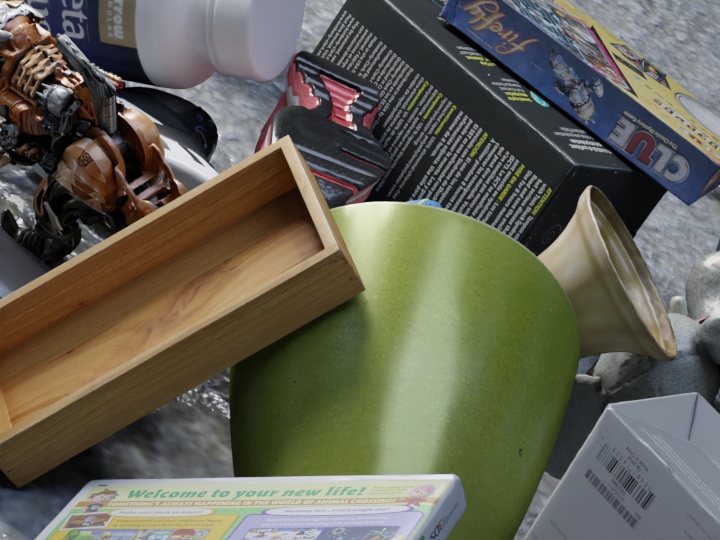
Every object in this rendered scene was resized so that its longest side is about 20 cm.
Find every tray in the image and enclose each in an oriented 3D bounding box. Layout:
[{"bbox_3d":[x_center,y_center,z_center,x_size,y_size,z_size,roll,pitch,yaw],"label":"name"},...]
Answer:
[{"bbox_3d":[-0.103,0.020,1.292,0.037,0.200,0.099,58,5,-41],"label":"tray"}]

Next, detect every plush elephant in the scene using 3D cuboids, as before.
[{"bbox_3d":[0.170,0.057,1.493,0.164,0.155,0.200,-17,54,3],"label":"plush elephant"}]

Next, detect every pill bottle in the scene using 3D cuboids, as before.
[{"bbox_3d":[-0.140,-0.172,1.573,0.199,0.111,0.111,11,22,21],"label":"pill bottle"}]

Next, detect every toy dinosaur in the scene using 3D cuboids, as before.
[{"bbox_3d":[-0.149,-0.053,1.394,0.102,0.136,0.200,-12,64,-27],"label":"toy dinosaur"}]

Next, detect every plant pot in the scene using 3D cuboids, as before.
[{"bbox_3d":[0.012,0.101,1.295,0.187,0.187,0.200,23,42,-12],"label":"plant pot"}]

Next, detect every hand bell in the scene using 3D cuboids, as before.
[{"bbox_3d":[0.061,0.043,1.410,0.104,0.200,0.104,57,16,-26],"label":"hand bell"}]

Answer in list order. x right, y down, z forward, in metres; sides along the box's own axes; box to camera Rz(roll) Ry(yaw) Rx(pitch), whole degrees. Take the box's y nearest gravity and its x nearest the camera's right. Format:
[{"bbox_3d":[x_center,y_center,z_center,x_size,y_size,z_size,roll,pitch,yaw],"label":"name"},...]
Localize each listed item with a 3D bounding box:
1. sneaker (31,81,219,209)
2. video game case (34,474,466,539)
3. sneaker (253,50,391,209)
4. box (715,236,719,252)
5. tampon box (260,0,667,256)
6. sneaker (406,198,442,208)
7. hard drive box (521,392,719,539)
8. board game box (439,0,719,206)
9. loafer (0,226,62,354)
[{"bbox_3d":[-0.097,-0.052,1.529,0.200,0.073,0.112,38,28,16],"label":"sneaker"},{"bbox_3d":[-0.075,0.143,1.138,0.199,0.022,0.182,-3,24,26],"label":"video game case"},{"bbox_3d":[-0.030,-0.056,1.527,0.074,0.087,0.200,25,23,-6],"label":"sneaker"},{"bbox_3d":[0.320,0.011,1.597,0.130,0.200,0.199,24,-10,-22],"label":"box"},{"bbox_3d":[0.070,-0.075,1.647,0.200,0.126,0.150,44,21,25],"label":"tampon box"},{"bbox_3d":[0.000,0.000,1.470,0.200,0.076,0.105,31,54,-50],"label":"sneaker"},{"bbox_3d":[0.140,0.184,1.224,0.077,0.200,0.156,-4,43,-47],"label":"hard drive box"},{"bbox_3d":[0.154,-0.123,1.653,0.200,0.035,0.135,39,18,9],"label":"board game box"},{"bbox_3d":[-0.224,-0.020,1.356,0.200,0.072,0.073,27,27,-6],"label":"loafer"}]
